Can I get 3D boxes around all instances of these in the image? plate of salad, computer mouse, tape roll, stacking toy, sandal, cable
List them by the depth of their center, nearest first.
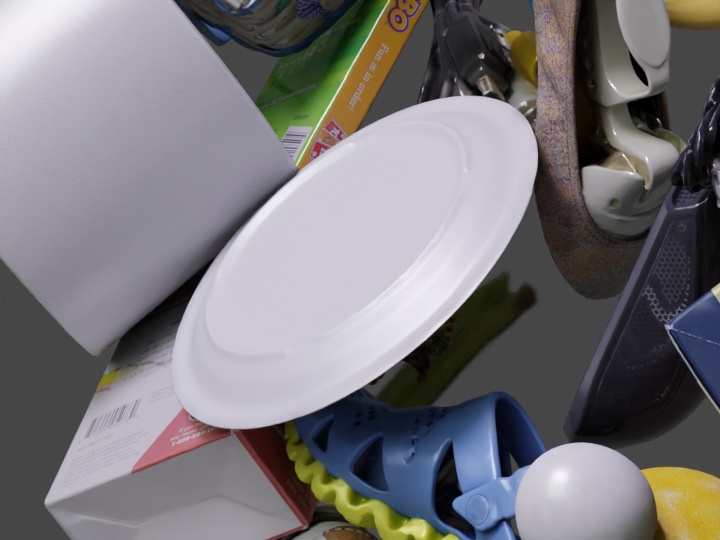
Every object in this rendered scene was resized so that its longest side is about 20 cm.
[{"bbox_3d":[0.115,0.120,0.891,0.145,0.200,0.147,-24,46,27],"label":"stacking toy"},{"bbox_3d":[0.142,0.002,1.015,0.139,0.052,0.201,-53,-14,-56],"label":"computer mouse"},{"bbox_3d":[0.048,0.090,1.050,0.199,0.079,0.088,32,106,36],"label":"sandal"},{"bbox_3d":[0.000,0.000,1.084,0.199,0.048,0.201,-29,30,19],"label":"plate of salad"},{"bbox_3d":[-0.142,-0.077,1.193,0.139,0.203,0.203,-39,40,-3],"label":"tape roll"},{"bbox_3d":[0.060,-0.115,1.263,0.097,0.050,0.201,-48,26,22],"label":"cable"}]

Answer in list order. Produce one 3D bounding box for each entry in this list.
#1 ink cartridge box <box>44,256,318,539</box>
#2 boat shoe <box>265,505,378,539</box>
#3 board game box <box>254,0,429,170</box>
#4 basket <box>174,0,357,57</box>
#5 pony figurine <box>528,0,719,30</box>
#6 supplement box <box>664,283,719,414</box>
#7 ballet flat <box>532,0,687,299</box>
[{"bbox_3d":[-0.065,0.056,1.180,0.116,0.068,0.201,-23,27,27],"label":"ink cartridge box"},{"bbox_3d":[-0.063,0.192,1.083,0.200,0.075,0.068,-51,18,-2],"label":"boat shoe"},{"bbox_3d":[-0.009,-0.122,1.303,0.095,0.030,0.201,8,70,62],"label":"board game box"},{"bbox_3d":[-0.046,-0.198,1.293,0.177,0.139,0.200,-54,-2,8],"label":"basket"},{"bbox_3d":[0.122,-0.186,1.157,0.199,0.168,0.193,15,36,20],"label":"pony figurine"},{"bbox_3d":[0.246,0.040,0.817,0.199,0.134,0.201,-36,80,14],"label":"supplement box"},{"bbox_3d":[0.111,-0.072,1.061,0.068,0.201,0.067,-25,28,-27],"label":"ballet flat"}]
